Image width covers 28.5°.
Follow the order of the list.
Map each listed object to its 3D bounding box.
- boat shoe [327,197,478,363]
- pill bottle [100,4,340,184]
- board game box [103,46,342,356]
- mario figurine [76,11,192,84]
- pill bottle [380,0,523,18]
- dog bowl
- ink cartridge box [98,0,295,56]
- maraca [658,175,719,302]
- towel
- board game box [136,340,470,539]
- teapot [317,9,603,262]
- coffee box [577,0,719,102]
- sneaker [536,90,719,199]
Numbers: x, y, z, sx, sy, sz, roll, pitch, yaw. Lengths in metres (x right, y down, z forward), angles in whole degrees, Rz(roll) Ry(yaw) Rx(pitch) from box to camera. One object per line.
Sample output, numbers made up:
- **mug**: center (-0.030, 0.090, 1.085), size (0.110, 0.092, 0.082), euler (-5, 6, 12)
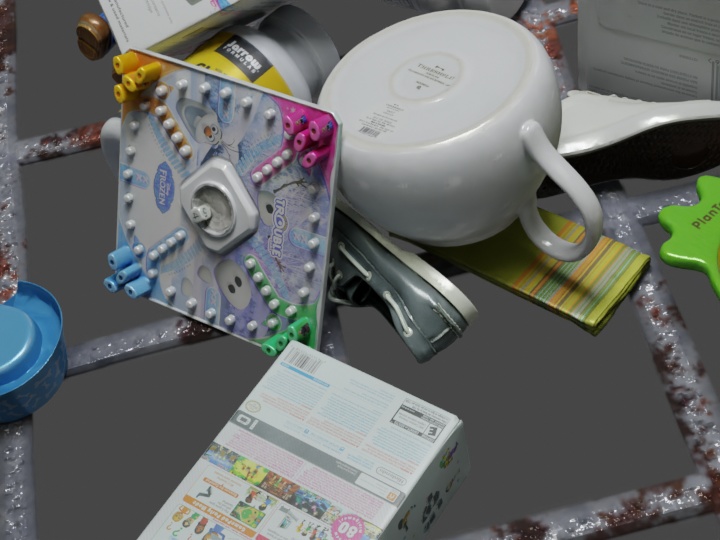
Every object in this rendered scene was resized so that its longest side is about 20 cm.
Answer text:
- **boat shoe**: center (0.000, 0.000, 1.075), size (0.199, 0.073, 0.062), euler (36, 82, 33)
- **pill bottle**: center (-0.111, -0.133, 1.181), size (0.111, 0.113, 0.200), euler (32, 63, 32)
- **board game box**: center (-0.110, -0.045, 1.059), size (0.198, 0.203, 0.026), euler (21, 28, 27)
- **mario figurine**: center (-0.176, -0.271, 1.309), size (0.105, 0.124, 0.201), euler (10, 57, 35)
- **pill bottle**: center (0.052, -0.294, 1.280), size (0.198, 0.114, 0.114), euler (21, 58, 26)
- **dog bowl**: center (-0.317, 0.058, 1.109), size (0.197, 0.050, 0.112), euler (11, 54, 20)
- **ink cartridge box**: center (-0.105, -0.254, 1.182), size (0.198, 0.086, 0.148), euler (-24, 4, 17)
- **maraca**: center (0.302, -0.005, 0.990), size (0.137, 0.108, 0.199), euler (-34, 52, -27)
- **towel**: center (0.121, -0.019, 1.103), size (0.199, 0.018, 0.086), euler (27, 55, 30)
- **board game box**: center (-0.039, 0.162, 0.955), size (0.146, 0.065, 0.200), euler (22, 57, 28)
- **teapot**: center (0.069, -0.087, 1.061), size (0.195, 0.147, 0.201), euler (-13, 41, 10)
- **coffee box**: center (0.302, -0.253, 1.135), size (0.198, 0.201, 0.199), euler (20, 57, 26)
- **sneaker**: center (0.210, -0.118, 1.126), size (0.197, 0.073, 0.085), euler (-8, 51, 7)
